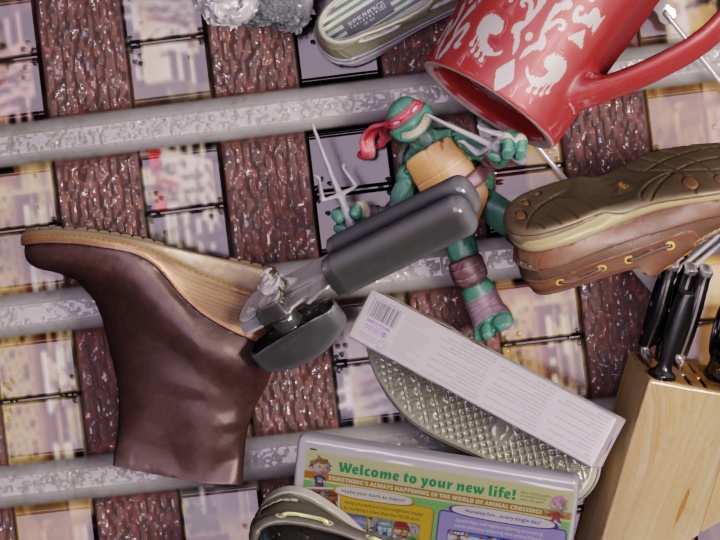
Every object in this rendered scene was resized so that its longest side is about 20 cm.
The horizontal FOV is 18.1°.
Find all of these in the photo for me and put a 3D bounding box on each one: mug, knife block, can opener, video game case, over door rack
[{"bbox_3d":[0.151,-0.191,1.540,0.133,0.177,0.200,38,83,-34],"label":"mug"},{"bbox_3d":[0.208,0.098,1.587,0.200,0.064,0.176,-31,107,4],"label":"knife block"},{"bbox_3d":[0.000,0.000,1.564,0.200,0.053,0.067,-31,115,23],"label":"can opener"},{"bbox_3d":[0.045,0.216,1.590,0.199,0.022,0.183,8,103,9],"label":"video game case"},{"bbox_3d":[0.214,-0.084,1.606,0.148,0.067,0.200,-40,89,3],"label":"over door rack"}]

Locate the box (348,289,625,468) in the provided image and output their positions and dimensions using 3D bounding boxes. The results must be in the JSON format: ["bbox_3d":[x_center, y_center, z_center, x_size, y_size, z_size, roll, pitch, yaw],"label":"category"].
[{"bbox_3d":[0.087,0.075,1.573,0.200,0.039,0.042,27,93,17],"label":"box"}]

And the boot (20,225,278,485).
[{"bbox_3d":[-0.162,0.060,1.629,0.199,0.072,0.167,13,90,0],"label":"boot"}]

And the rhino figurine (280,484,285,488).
[{"bbox_3d":[0.039,0.179,1.627,0.199,0.060,0.088,13,96,5],"label":"rhino figurine"}]

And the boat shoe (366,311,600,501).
[{"bbox_3d":[0.088,0.099,1.622,0.200,0.062,0.075,35,96,15],"label":"boat shoe"}]

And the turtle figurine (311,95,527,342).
[{"bbox_3d":[0.065,-0.057,1.598,0.150,0.101,0.200,-33,101,25],"label":"turtle figurine"}]

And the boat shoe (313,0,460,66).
[{"bbox_3d":[0.054,-0.212,1.615,0.200,0.062,0.072,-37,89,2],"label":"boat shoe"}]

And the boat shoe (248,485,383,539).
[{"bbox_3d":[0.013,0.219,1.553,0.201,0.060,0.072,29,105,4],"label":"boat shoe"}]

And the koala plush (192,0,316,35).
[{"bbox_3d":[-0.095,-0.258,1.579,0.183,0.177,0.201,-20,90,15],"label":"koala plush"}]

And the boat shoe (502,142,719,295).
[{"bbox_3d":[0.199,-0.035,1.548,0.199,0.072,0.068,-15,121,-2],"label":"boat shoe"}]
